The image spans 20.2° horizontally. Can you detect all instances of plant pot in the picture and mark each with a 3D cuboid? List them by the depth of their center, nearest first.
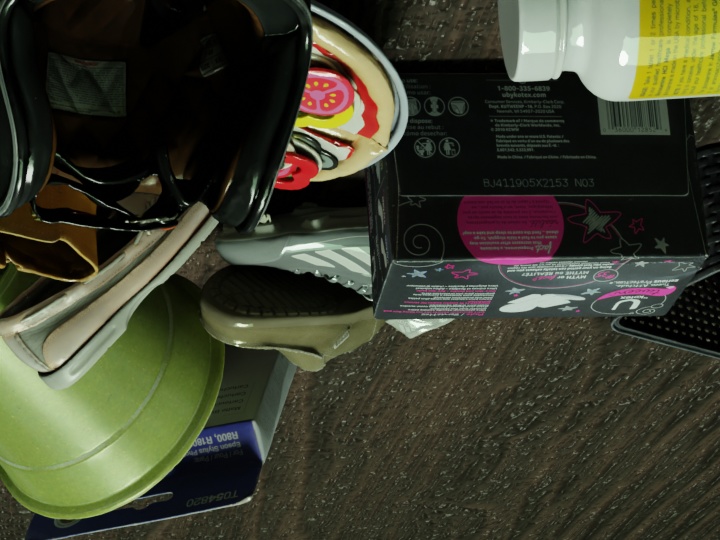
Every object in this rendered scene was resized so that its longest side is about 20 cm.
[{"bbox_3d":[-0.224,0.039,1.389,0.198,0.202,0.190,-15,143,22],"label":"plant pot"}]

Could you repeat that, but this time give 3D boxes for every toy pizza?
[{"bbox_3d":[-0.070,-0.102,1.187,0.198,0.032,0.201,10,151,5],"label":"toy pizza"}]

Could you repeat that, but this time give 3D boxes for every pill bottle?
[{"bbox_3d":[0.177,-0.150,1.091,0.198,0.113,0.113,-4,157,-4],"label":"pill bottle"}]

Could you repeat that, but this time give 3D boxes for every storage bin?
[{"bbox_3d":[0.283,-0.006,1.473,0.199,0.095,0.135,14,150,-38],"label":"storage bin"}]

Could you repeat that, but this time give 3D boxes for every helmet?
[{"bbox_3d":[-0.114,-0.123,0.998,0.198,0.193,0.200,9,-167,-2],"label":"helmet"}]

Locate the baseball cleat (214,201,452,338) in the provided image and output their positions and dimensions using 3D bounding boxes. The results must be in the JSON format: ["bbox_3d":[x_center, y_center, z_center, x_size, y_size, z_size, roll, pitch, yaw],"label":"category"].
[{"bbox_3d":[0.000,0.000,1.410,0.198,0.108,0.070,-6,-165,3],"label":"baseball cleat"}]

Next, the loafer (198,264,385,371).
[{"bbox_3d":[-0.045,0.038,1.461,0.199,0.076,0.068,-1,123,-50],"label":"loafer"}]

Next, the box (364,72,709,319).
[{"bbox_3d":[0.106,-0.047,1.290,0.198,0.133,0.115,-1,159,-8],"label":"box"}]

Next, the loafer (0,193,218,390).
[{"bbox_3d":[-0.150,-0.017,1.289,0.063,0.200,0.072,43,171,-23],"label":"loafer"}]

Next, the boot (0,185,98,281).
[{"bbox_3d":[-0.213,-0.083,1.108,0.070,0.145,0.201,-26,142,29],"label":"boot"}]

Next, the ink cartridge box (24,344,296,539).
[{"bbox_3d":[-0.158,0.122,1.575,0.198,0.201,0.041,-13,118,16],"label":"ink cartridge box"}]
